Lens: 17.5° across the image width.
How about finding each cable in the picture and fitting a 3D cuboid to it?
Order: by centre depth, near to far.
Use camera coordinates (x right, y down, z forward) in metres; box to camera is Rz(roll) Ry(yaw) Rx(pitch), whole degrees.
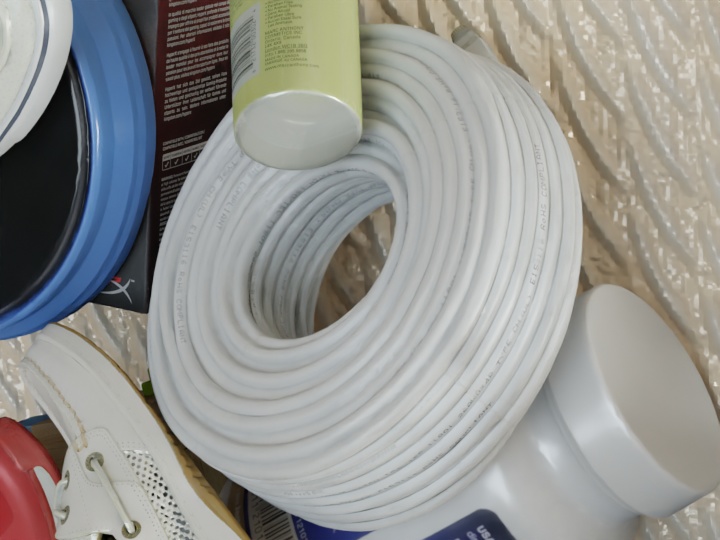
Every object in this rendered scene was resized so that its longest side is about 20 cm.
[{"bbox_3d":[0.000,0.000,0.938,0.200,0.069,0.200,-50,42,9],"label":"cable"}]

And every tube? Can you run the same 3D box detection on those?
[{"bbox_3d":[-0.027,-0.135,0.957,0.058,0.201,0.052,0,145,-6],"label":"tube"}]

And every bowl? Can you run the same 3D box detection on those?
[{"bbox_3d":[-0.182,-0.065,1.015,0.199,0.039,0.202,7,105,26],"label":"bowl"}]

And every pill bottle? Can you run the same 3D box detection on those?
[{"bbox_3d":[0.045,0.092,0.981,0.199,0.116,0.116,-31,87,28],"label":"pill bottle"}]

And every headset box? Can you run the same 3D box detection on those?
[{"bbox_3d":[-0.135,-0.096,1.049,0.148,0.077,0.202,11,108,24],"label":"headset box"}]

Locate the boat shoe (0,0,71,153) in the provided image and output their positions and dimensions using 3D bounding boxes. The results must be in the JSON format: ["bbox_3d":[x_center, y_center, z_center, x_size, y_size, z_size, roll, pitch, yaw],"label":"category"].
[{"bbox_3d":[-0.204,-0.058,0.946,0.201,0.086,0.075,-34,85,29],"label":"boat shoe"}]

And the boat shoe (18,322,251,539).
[{"bbox_3d":[-0.096,0.101,0.956,0.069,0.071,0.200,-35,54,-11],"label":"boat shoe"}]

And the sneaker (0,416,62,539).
[{"bbox_3d":[-0.190,0.166,1.041,0.078,0.115,0.201,32,128,39],"label":"sneaker"}]

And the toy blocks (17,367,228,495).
[{"bbox_3d":[-0.112,0.136,1.090,0.136,0.100,0.201,-11,96,38],"label":"toy blocks"}]
